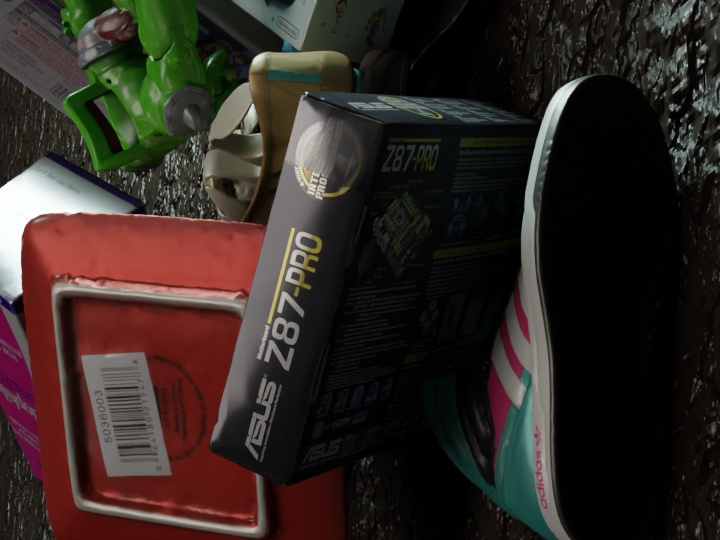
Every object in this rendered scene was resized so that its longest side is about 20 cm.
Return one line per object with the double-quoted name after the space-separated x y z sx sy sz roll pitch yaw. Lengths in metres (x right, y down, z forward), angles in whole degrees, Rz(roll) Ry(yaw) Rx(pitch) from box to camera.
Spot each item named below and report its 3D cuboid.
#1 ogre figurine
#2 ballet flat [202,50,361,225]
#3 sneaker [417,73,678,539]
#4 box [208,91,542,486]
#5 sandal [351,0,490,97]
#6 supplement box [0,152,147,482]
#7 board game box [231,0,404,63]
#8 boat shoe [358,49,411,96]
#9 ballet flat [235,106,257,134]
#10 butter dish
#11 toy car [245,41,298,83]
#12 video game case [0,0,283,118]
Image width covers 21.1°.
-0.125 -0.121 1.085 0.200 0.098 0.121 -19 87 50 "ogre figurine"
-0.054 -0.065 1.039 0.200 0.063 0.069 123 152 -61 "ballet flat"
0.080 0.019 0.855 0.121 0.083 0.201 -4 82 62 "sneaker"
0.016 0.003 0.885 0.200 0.049 0.162 -10 -61 -63 "box"
0.002 -0.108 1.084 0.076 0.043 0.201 46 119 32 "sandal"
-0.165 0.048 1.170 0.101 0.103 0.201 27 147 43 "supplement box"
-0.015 -0.233 1.048 0.147 0.064 0.201 40 117 46 "board game box"
0.030 -0.017 1.024 0.074 0.073 0.201 -54 -38 -83 "boat shoe"
-0.108 -0.137 1.527 0.200 0.046 0.068 -113 32 -55 "ballet flat"
-0.071 0.056 1.067 0.148 0.198 0.201 -29 -61 -57 "butter dish"
-0.108 -0.202 1.280 0.184 0.199 0.178 -153 62 -70 "toy car"
-0.174 -0.163 1.212 0.182 0.200 0.023 -25 35 48 "video game case"
